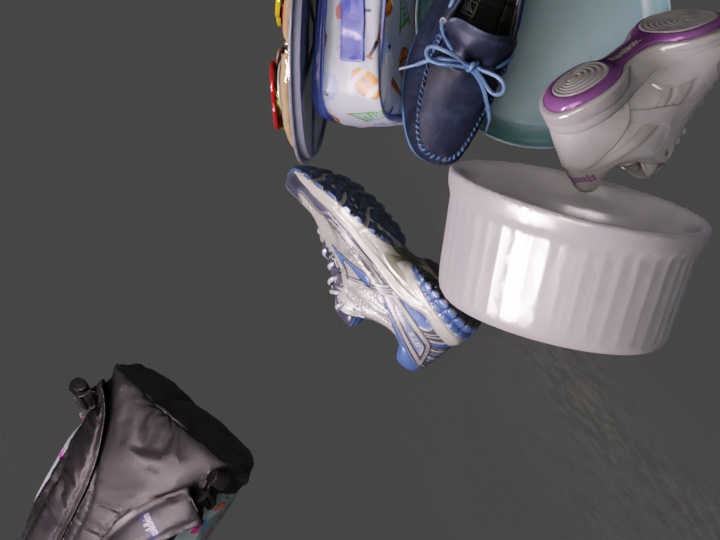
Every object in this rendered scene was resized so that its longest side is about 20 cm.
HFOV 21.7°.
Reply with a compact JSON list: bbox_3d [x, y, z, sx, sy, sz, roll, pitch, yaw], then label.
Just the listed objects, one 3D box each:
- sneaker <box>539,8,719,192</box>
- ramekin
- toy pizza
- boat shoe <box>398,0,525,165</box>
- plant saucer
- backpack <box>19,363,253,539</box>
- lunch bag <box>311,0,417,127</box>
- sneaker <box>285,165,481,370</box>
[{"bbox_3d":[0.220,-0.131,1.418,0.199,0.075,0.100,-30,119,-21],"label":"sneaker"},{"bbox_3d":[0.153,-0.010,1.403,0.199,0.200,0.098,17,103,17],"label":"ramekin"},{"bbox_3d":[-0.047,-0.183,1.460,0.032,0.200,0.202,3,92,6],"label":"toy pizza"},{"bbox_3d":[0.078,-0.178,1.406,0.084,0.069,0.201,10,94,-17],"label":"boat shoe"},{"bbox_3d":[0.141,-0.195,1.461,0.199,0.027,0.202,0,94,-3],"label":"plant saucer"},{"bbox_3d":[-0.189,0.197,1.553,0.167,0.126,0.201,39,103,26],"label":"backpack"},{"bbox_3d":[0.010,-0.212,1.462,0.075,0.160,0.201,3,93,18],"label":"lunch bag"},{"bbox_3d":[0.000,0.000,1.515,0.200,0.077,0.085,47,108,13],"label":"sneaker"}]
